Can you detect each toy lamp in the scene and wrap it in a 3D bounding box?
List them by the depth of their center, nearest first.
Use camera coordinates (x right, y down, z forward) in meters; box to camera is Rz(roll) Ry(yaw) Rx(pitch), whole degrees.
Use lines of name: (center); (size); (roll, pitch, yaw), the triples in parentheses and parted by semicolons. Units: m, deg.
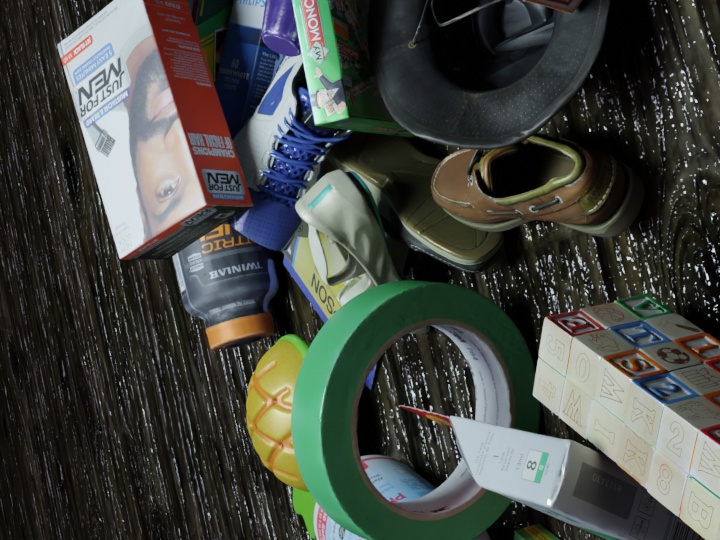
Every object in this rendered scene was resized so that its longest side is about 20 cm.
toy lamp: (-0.028, -0.267, 1.050); (0.058, 0.058, 0.202); (-3, 63, 60)

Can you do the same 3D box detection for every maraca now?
maraca: (-0.052, 0.162, 1.269); (0.137, 0.106, 0.203); (165, 94, -68)

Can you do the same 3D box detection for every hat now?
hat: (0.097, -0.167, 0.907); (0.198, 0.081, 0.203); (-10, 69, 27)

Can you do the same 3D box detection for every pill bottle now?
pill bottle: (0.044, 0.236, 1.100); (0.200, 0.107, 0.110); (-155, 60, -62)
pill bottle: (-0.147, -0.020, 1.384); (0.106, 0.105, 0.203); (-28, 75, 59)

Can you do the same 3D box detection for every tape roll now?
tape roll: (0.045, 0.109, 0.986); (0.048, 0.198, 0.203); (4, 102, 60)

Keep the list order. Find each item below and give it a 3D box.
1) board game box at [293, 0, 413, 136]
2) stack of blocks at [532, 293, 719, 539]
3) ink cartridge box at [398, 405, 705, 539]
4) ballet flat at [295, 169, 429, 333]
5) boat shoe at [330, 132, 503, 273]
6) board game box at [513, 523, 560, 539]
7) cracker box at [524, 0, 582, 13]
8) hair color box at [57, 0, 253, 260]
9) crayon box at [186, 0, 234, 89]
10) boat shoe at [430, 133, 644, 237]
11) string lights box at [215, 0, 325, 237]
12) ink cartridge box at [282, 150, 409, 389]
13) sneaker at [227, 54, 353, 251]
board game box: (0.005, -0.174, 0.991); (0.029, 0.200, 0.137); (-10, 89, 21)
stack of blocks: (0.208, 0.086, 0.778); (0.200, 0.114, 0.059); (40, 132, 50)
ink cartridge box: (0.130, 0.148, 0.892); (0.199, 0.160, 0.051); (0, 67, 59)
ballet flat: (0.000, 0.000, 1.078); (0.069, 0.069, 0.201); (45, 168, 46)
boat shoe: (0.049, -0.052, 1.074); (0.201, 0.071, 0.066); (40, 157, 40)
board game box: (0.179, 0.299, 0.981); (0.200, 0.029, 0.136); (34, 126, 53)
cracker box: (0.140, -0.279, 0.795); (0.201, 0.057, 0.135); (-52, 53, 33)
hair color box: (-0.174, -0.123, 1.092); (0.110, 0.064, 0.202); (-28, 75, 32)
crayon box: (-0.135, -0.154, 1.210); (0.058, 0.172, 0.203); (15, 99, 27)
boat shoe: (0.110, -0.071, 0.931); (0.199, 0.068, 0.073); (4, 73, 54)
string lights box: (-0.077, -0.139, 1.163); (0.059, 0.102, 0.203); (20, 98, 49)
ink cartridge box: (-0.030, -0.021, 1.239); (0.198, 0.046, 0.202); (53, 139, 39)
sneaker: (-0.052, -0.113, 1.064); (0.115, 0.080, 0.202); (-133, 62, -71)
